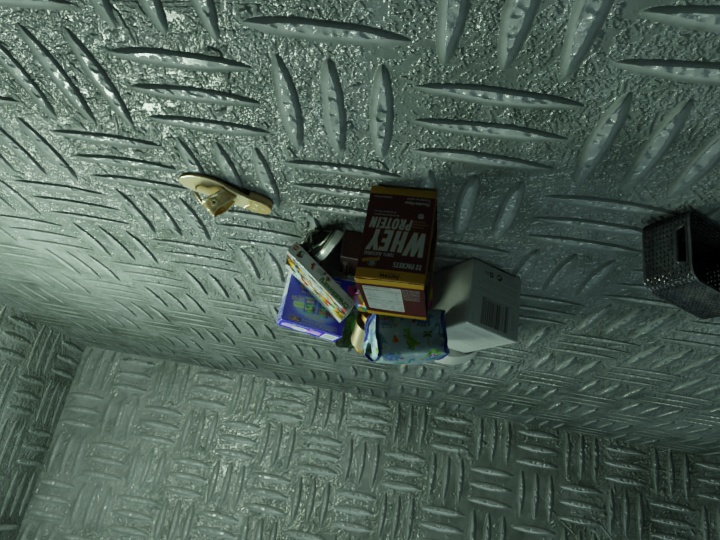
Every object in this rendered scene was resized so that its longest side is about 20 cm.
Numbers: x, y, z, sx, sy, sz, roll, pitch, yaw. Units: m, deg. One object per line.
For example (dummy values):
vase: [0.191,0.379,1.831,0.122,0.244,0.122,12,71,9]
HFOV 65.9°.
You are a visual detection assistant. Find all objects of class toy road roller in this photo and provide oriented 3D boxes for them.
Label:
toy road roller: [0.043,0.110,1.466,0.198,0.146,0.124,-21,144,-34]

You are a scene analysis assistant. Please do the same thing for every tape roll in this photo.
tape roll: [0.241,0.169,1.542,0.200,0.204,0.037,10,134,1]

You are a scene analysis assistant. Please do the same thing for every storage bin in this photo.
storage bin: [0.617,-0.006,1.014,0.198,0.137,0.093,21,156,-24]

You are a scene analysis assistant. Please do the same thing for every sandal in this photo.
sandal: [-0.299,-0.145,1.206,0.209,0.071,0.078,16,158,-11]

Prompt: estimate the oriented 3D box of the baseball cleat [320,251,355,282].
baseball cleat: [0.000,0.000,1.401,0.197,0.071,0.106,10,-176,-25]

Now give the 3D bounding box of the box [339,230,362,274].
box: [0.051,-0.027,1.327,0.197,0.076,0.100,12,158,1]

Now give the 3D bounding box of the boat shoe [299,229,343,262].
boat shoe: [-0.106,-0.060,1.318,0.064,0.071,0.199,42,150,-12]

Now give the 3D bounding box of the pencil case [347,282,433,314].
pencil case: [0.073,0.056,1.309,0.197,0.090,0.088,-5,153,28]

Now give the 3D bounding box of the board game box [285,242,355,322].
board game box: [-0.100,0.032,1.334,0.200,0.035,0.126,45,162,6]

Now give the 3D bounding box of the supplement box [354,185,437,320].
supplement box: [0.080,-0.031,1.129,0.131,0.200,0.200,6,159,11]

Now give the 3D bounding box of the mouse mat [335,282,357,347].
mouse mat: [0.012,0.127,1.570,0.158,0.203,0.008,1,-161,-12]

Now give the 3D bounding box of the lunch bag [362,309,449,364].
lunch bag: [0.099,0.160,1.286,0.167,0.129,0.200,0,160,-7]

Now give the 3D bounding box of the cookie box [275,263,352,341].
cookie box: [-0.113,0.061,1.445,0.169,0.203,0.075,19,158,-17]

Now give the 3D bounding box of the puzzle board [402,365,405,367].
puzzle board: [0.124,0.163,1.594,0.017,0.203,0.151,-5,161,-8]

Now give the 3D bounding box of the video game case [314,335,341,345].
video game case: [-0.100,0.095,1.556,0.198,0.185,0.022,25,176,-33]

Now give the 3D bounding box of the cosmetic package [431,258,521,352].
cosmetic package: [0.271,0.095,1.390,0.163,0.167,0.199,22,155,-25]
